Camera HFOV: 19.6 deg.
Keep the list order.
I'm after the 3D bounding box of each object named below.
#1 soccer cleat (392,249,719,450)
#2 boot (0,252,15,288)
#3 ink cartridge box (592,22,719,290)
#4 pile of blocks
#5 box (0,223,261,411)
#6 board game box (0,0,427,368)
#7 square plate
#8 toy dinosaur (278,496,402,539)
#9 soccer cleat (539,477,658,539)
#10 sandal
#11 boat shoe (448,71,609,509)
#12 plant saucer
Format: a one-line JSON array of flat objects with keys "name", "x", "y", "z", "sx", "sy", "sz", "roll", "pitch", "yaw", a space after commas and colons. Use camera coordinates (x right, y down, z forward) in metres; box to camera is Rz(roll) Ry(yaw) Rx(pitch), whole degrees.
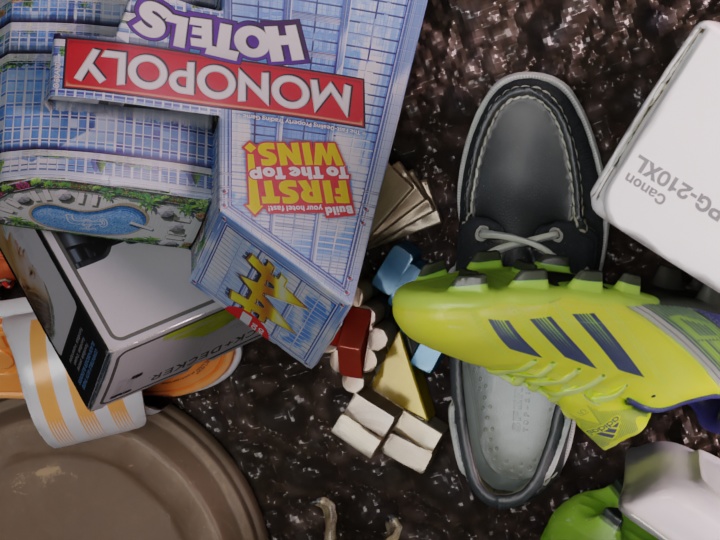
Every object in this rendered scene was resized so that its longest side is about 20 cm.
[{"name": "soccer cleat", "x": 0.100, "y": 0.038, "z": 0.910, "sx": 0.199, "sy": 0.065, "sz": 0.084, "roll": 6, "pitch": 98, "yaw": -34}, {"name": "boot", "x": -0.180, "y": -0.016, "z": 1.015, "sx": 0.199, "sy": 0.075, "sz": 0.108, "roll": 22, "pitch": 113, "yaw": 9}, {"name": "ink cartridge box", "x": 0.182, "y": -0.031, "z": 0.856, "sx": 0.144, "sy": 0.200, "sz": 0.085, "roll": 33, "pitch": 102, "yaw": 6}, {"name": "pile of blocks", "x": 0.000, "y": 0.000, "z": 0.977, "sx": 0.082, "sy": 0.062, "sz": 0.201, "roll": -23, "pitch": 92, "yaw": 13}, {"name": "box", "x": -0.114, "y": -0.051, "z": 0.940, "sx": 0.116, "sy": 0.060, "sz": 0.201, "roll": -21, "pitch": 70, "yaw": -27}, {"name": "board game box", "x": -0.062, "y": -0.065, "z": 0.892, "sx": 0.199, "sy": 0.062, "sz": 0.201, "roll": 7, "pitch": 59, "yaw": -15}, {"name": "square plate", "x": 0.199, "y": 0.133, "z": 0.881, "sx": 0.198, "sy": 0.200, "sz": 0.029, "roll": 33, "pitch": 96, "yaw": 6}, {"name": "toy dinosaur", "x": -0.030, "y": 0.174, "z": 0.970, "sx": 0.199, "sy": 0.058, "sz": 0.101, "roll": -32, "pitch": 94, "yaw": -8}, {"name": "soccer cleat", "x": 0.167, "y": 0.178, "z": 0.968, "sx": 0.199, "sy": 0.068, "sz": 0.081, "roll": 34, "pitch": 118, "yaw": 8}, {"name": "sandal", "x": -0.155, "y": 0.054, "z": 0.991, "sx": 0.205, "sy": 0.059, "sz": 0.079, "roll": -5, "pitch": 138, "yaw": 15}, {"name": "boat shoe", "x": 0.076, "y": 0.010, "z": 0.962, "sx": 0.075, "sy": 0.060, "sz": 0.201, "roll": -1, "pitch": 96, "yaw": 11}, {"name": "plant saucer", "x": -0.142, "y": 0.154, "z": 1.041, "sx": 0.199, "sy": 0.029, "sz": 0.202, "roll": 1, "pitch": 96, "yaw": 11}]
